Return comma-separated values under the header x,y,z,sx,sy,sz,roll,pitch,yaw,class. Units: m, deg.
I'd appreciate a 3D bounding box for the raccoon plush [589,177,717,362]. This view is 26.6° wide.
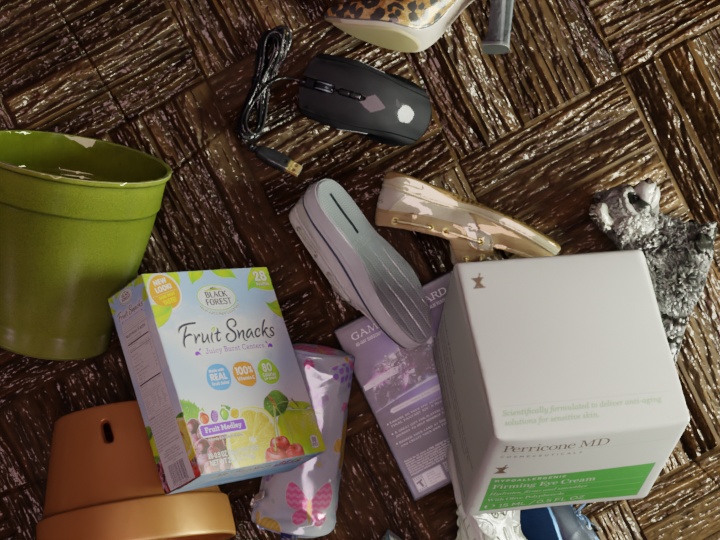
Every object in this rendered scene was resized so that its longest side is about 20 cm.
x,y,z,sx,sy,sz,roll,pitch,yaw,class
0.287,0.006,1.585,0.132,0.097,0.203,15,93,5,raccoon plush

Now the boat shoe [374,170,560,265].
x,y,z,sx,sy,sz,roll,pitch,yaw,class
0.108,-0.039,1.584,0.198,0.074,0.070,22,95,6,boat shoe

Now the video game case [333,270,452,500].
x,y,z,sx,sy,sz,roll,pitch,yaw,class
0.077,0.122,1.614,0.141,0.019,0.202,-26,93,-1,video game case

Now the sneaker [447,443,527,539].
x,y,z,sx,sy,sz,roll,pitch,yaw,class
0.124,0.272,1.589,0.077,0.099,0.203,-15,83,-38,sneaker

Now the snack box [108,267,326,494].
x,y,z,sx,sy,sz,roll,pitch,yaw,class
-0.139,0.102,1.482,0.067,0.167,0.202,-32,72,39,snack box

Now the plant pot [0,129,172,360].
x,y,z,sx,sy,sz,roll,pitch,yaw,class
-0.301,-0.021,1.518,0.197,0.201,0.196,11,105,-3,plant pot

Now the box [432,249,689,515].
x,y,z,sx,sy,sz,roll,pitch,yaw,class
0.189,0.109,1.494,0.196,0.172,0.202,-4,56,-10,box

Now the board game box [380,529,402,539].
x,y,z,sx,sy,sz,roll,pitch,yaw,class
0.012,0.389,1.583,0.103,0.105,0.201,37,90,-3,board game box

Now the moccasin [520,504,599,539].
x,y,z,sx,sy,sz,roll,pitch,yaw,class
0.217,0.289,1.596,0.068,0.081,0.201,-16,69,-39,moccasin

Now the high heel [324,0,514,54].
x,y,z,sx,sy,sz,roll,pitch,yaw,class
0.066,-0.302,1.579,0.197,0.071,0.145,6,77,4,high heel

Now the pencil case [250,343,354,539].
x,y,z,sx,sy,sz,roll,pitch,yaw,class
-0.060,0.175,1.580,0.089,0.083,0.203,8,93,12,pencil case

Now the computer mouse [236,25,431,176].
x,y,z,sx,sy,sz,roll,pitch,yaw,class
-0.031,-0.158,1.581,0.198,0.046,0.142,22,91,-3,computer mouse

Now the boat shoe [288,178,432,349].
x,y,z,sx,sy,sz,roll,pitch,yaw,class
0.000,0.000,1.584,0.067,0.073,0.201,-36,83,44,boat shoe

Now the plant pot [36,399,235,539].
x,y,z,sx,sy,sz,roll,pitch,yaw,class
-0.231,0.212,1.530,0.197,0.200,0.142,-8,77,-2,plant pot
